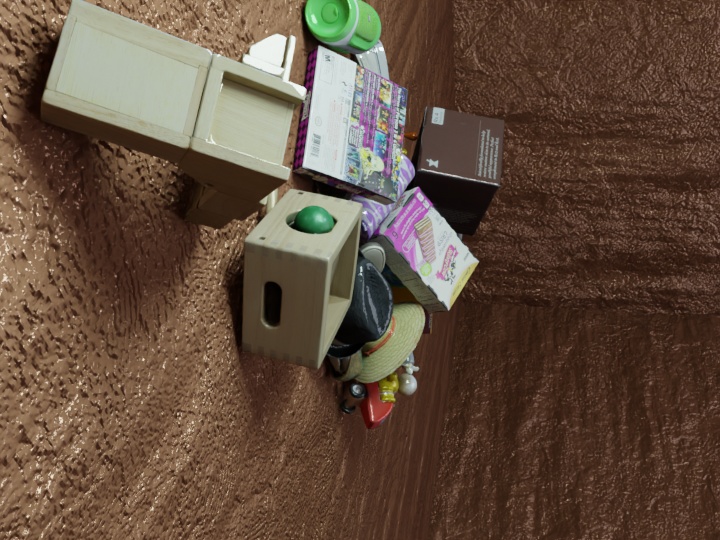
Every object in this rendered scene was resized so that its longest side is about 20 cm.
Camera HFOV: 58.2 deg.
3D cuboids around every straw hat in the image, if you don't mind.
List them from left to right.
[{"bbox_3d":[0.018,0.110,1.222,0.085,0.201,0.201,42,40,-24],"label":"straw hat"}]

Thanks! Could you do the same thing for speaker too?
[{"bbox_3d":[-0.024,-0.397,1.035,0.200,0.088,0.089,-43,134,-71],"label":"speaker"}]

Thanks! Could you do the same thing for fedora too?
[{"bbox_3d":[-0.006,0.046,1.047,0.200,0.091,0.201,-3,93,-52],"label":"fedora"}]

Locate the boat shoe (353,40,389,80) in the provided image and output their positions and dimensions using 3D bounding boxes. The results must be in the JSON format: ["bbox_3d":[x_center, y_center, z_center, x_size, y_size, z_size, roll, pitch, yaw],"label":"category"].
[{"bbox_3d":[0.023,-0.348,1.278,0.071,0.070,0.200,-119,-168,-52],"label":"boat shoe"}]

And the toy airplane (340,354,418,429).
[{"bbox_3d":[0.047,0.208,1.311,0.200,0.141,0.200,-164,-88,-83],"label":"toy airplane"}]

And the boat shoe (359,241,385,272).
[{"bbox_3d":[0.000,0.000,1.203,0.200,0.067,0.057,106,-20,-53],"label":"boat shoe"}]

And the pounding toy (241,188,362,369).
[{"bbox_3d":[-0.085,-0.023,0.811,0.184,0.142,0.200,-63,163,-58],"label":"pounding toy"}]

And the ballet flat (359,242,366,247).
[{"bbox_3d":[0.008,-0.007,1.316,0.067,0.046,0.200,-66,155,-58],"label":"ballet flat"}]

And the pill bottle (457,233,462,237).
[{"bbox_3d":[0.131,-0.110,1.479,0.110,0.199,0.110,3,90,-77],"label":"pill bottle"}]

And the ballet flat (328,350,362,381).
[{"bbox_3d":[-0.033,0.105,1.154,0.071,0.070,0.201,-48,137,-69],"label":"ballet flat"}]

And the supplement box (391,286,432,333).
[{"bbox_3d":[0.091,0.044,1.485,0.200,0.132,0.198,20,73,-75],"label":"supplement box"}]

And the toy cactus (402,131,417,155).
[{"bbox_3d":[0.065,-0.253,1.442,0.200,0.102,0.165,-80,180,-73],"label":"toy cactus"}]

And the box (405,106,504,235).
[{"bbox_3d":[0.187,-0.200,1.339,0.200,0.164,0.166,103,-2,-63],"label":"box"}]

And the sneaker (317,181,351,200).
[{"bbox_3d":[-0.023,-0.196,1.094,0.114,0.076,0.200,33,55,-67],"label":"sneaker"}]

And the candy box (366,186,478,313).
[{"bbox_3d":[0.120,-0.036,1.220,0.200,0.061,0.136,48,58,-20],"label":"candy box"}]

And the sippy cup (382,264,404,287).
[{"bbox_3d":[0.079,-0.036,1.324,0.130,0.177,0.140,23,83,-77],"label":"sippy cup"}]

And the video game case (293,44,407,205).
[{"bbox_3d":[-0.010,-0.222,1.009,0.181,0.036,0.201,15,74,-35],"label":"video game case"}]

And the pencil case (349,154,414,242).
[{"bbox_3d":[0.024,-0.140,1.194,0.086,0.084,0.200,49,54,-20],"label":"pencil case"}]

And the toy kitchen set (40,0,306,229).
[{"bbox_3d":[-0.158,-0.152,0.559,0.200,0.180,0.164,-17,-119,62],"label":"toy kitchen set"}]
